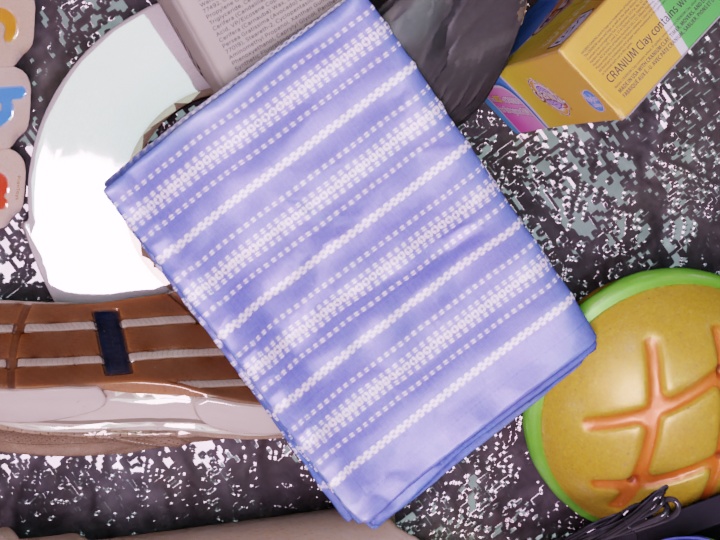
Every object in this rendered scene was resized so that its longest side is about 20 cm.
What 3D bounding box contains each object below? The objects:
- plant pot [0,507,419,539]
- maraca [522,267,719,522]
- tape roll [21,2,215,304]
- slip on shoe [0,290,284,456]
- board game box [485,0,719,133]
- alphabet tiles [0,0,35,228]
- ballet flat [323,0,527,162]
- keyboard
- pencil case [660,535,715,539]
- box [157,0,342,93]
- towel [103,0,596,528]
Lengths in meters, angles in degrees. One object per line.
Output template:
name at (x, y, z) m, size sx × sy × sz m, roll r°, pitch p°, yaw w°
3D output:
plant pot at (-0.056, 0.194, 0.842) m, size 0.183 × 0.200 × 0.202 m, roll -13°, pitch 94°, yaw -19°
maraca at (0.163, 0.075, 0.901) m, size 0.200 × 0.107 × 0.137 m, roll 32°, pitch 103°, yaw -31°
tape roll at (-0.063, -0.036, 0.894) m, size 0.202 × 0.037 × 0.204 m, roll 0°, pitch 93°, yaw -9°
slip on shoe at (-0.100, 0.055, 0.848) m, size 0.199 × 0.061 × 0.076 m, roll -1°, pitch 49°, yaw -19°
board game box at (0.130, -0.132, 0.835) m, size 0.040 × 0.200 × 0.153 m, roll 43°, pitch 86°, yaw -7°
alphabet tiles at (-0.235, -0.071, 0.819) m, size 0.195 × 0.015 × 0.201 m, roll -8°, pitch 111°, yaw -40°
ballet flat at (0.003, -0.068, 0.834) m, size 0.066 × 0.057 × 0.200 m, roll 35°, pitch 100°, yaw -18°
keyboard at (0.128, 0.128, 0.857) m, size 0.199 × 0.127 × 0.021 m, roll -26°, pitch 63°, yaw 24°
pencil case at (0.185, 0.172, 0.860) m, size 0.086 × 0.200 × 0.078 m, roll 11°, pitch 83°, yaw 30°
box at (-0.076, -0.177, 0.798) m, size 0.082 × 0.068 × 0.201 m, roll -31°, pitch 119°, yaw -6°
towel at (0.000, 0.000, 0.805) m, size 0.145 × 0.024 × 0.200 m, roll -37°, pitch 106°, yaw -3°
